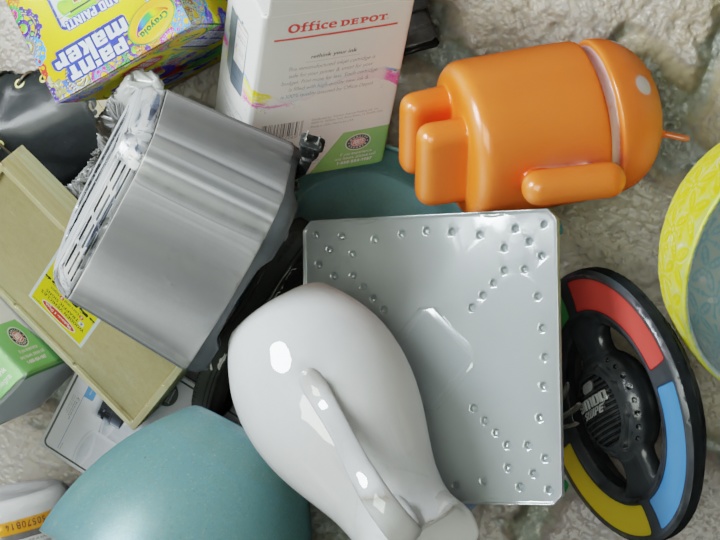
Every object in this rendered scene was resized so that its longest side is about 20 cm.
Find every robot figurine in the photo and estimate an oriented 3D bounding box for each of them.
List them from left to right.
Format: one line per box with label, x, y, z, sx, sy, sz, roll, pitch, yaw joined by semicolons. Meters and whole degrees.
robot figurine;0.128;-0.103;1.561;0.198;0.144;0.118;-10;92;-12

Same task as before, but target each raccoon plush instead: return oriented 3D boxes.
raccoon plush;-0.138;-0.085;1.622;0.097;0.134;0.200;37;134;3

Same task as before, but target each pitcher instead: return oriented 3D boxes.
pitcher;-0.010;0.105;1.468;0.121;0.172;0.201;-32;74;-2

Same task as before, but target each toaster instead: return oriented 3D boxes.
toaster;-0.124;-0.036;1.499;0.128;0.114;0.200;25;124;-12

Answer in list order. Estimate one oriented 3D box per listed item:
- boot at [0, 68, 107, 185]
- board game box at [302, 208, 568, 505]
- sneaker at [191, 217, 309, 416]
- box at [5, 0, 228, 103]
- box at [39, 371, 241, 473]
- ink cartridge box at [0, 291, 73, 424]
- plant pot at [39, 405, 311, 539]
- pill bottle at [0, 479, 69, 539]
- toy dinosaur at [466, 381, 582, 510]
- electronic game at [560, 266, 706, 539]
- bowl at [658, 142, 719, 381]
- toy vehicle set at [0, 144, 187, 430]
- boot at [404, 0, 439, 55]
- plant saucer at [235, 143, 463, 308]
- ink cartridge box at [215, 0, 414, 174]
boot;-0.263;-0.149;1.702;0.153;0.074;0.204;-31;97;17
board game box;0.053;0.062;1.545;0.199;0.026;0.202;-2;88;28
sneaker;-0.037;0.041;1.629;0.104;0.060;0.201;30;92;11
box;-0.177;-0.236;1.604;0.121;0.200;0.194;-27;88;17
box;-0.135;0.134;1.707;0.199;0.060;0.117;32;104;10
ink cartridge box;-0.319;0.022;1.701;0.084;0.146;0.200;-44;85;17
plant pot;-0.113;0.178;1.588;0.199;0.200;0.135;27;81;11
pill bottle;-0.266;0.273;1.730;0.116;0.116;0.202;-10;93;16
toy dinosaur;0.070;0.106;1.629;0.105;0.200;0.182;30;67;-18
electronic game;0.182;0.096;1.564;0.041;0.200;0.202;-14;93;-24
bowl;0.279;-0.027;1.537;0.108;0.199;0.201;42;110;52
toy vehicle set;-0.208;0.015;1.625;0.200;0.027;0.124;45;140;2
boot;0.045;-0.226;1.621;0.199;0.070;0.133;-7;97;27
plant saucer;0.000;0.000;1.667;0.198;0.036;0.202;2;97;15
ink cartridge box;-0.033;-0.162;1.550;0.201;0.116;0.068;102;150;-45
